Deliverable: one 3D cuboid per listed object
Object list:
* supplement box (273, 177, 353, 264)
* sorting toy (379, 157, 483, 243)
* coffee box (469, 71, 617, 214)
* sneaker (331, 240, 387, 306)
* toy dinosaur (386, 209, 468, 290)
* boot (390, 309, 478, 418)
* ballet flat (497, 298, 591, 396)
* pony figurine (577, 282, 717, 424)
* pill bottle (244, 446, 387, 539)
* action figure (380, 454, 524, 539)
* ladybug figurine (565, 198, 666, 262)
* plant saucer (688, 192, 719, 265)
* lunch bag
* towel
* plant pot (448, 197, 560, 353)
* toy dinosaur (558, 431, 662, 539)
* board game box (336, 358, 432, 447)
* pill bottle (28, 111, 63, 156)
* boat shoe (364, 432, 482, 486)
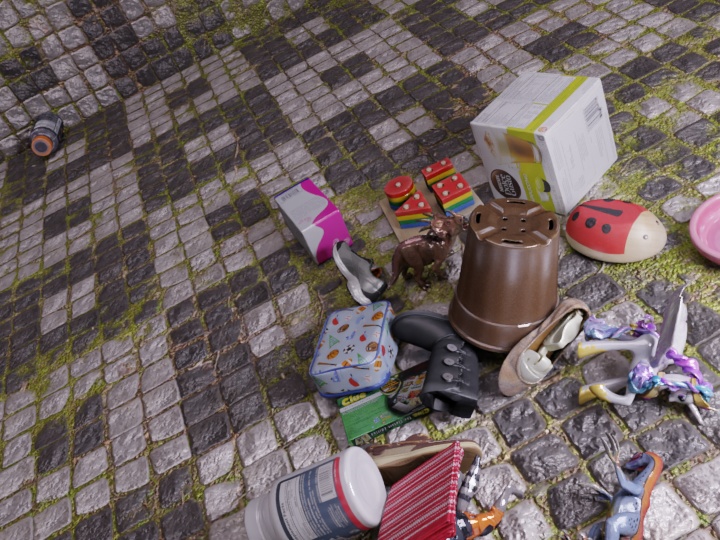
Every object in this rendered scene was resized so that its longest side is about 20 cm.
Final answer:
[{"bbox_3d":[-0.111,-0.117,1.827,0.100,0.104,0.200,-30,35,-8],"label":"supplement box"},{"bbox_3d":[0.147,-0.162,1.754,0.197,0.070,0.201,-25,36,1],"label":"sorting toy"},{"bbox_3d":[0.380,-0.267,1.634,0.200,0.201,0.197,-44,39,-23],"label":"coffee box"},{"bbox_3d":[0.000,0.000,1.633,0.079,0.074,0.201,-37,42,6],"label":"sneaker"},{"bbox_3d":[0.122,-0.045,1.568,0.198,0.136,0.086,-26,36,0],"label":"toy dinosaur"},{"bbox_3d":[0.121,0.157,1.342,0.162,0.066,0.201,3,38,9],"label":"boot"},{"bbox_3d":[0.298,0.125,1.272,0.201,0.068,0.067,-51,13,-2],"label":"ballet flat"},{"bbox_3d":[0.433,0.124,1.187,0.198,0.166,0.196,2,76,28],"label":"pony figurine"},{"bbox_3d":[-0.070,0.356,1.193,0.198,0.120,0.120,-27,34,20],"label":"pill bottle"},{"bbox_3d":[0.109,0.355,1.116,0.198,0.106,0.193,14,42,40],"label":"action figure"},{"bbox_3d":[0.465,-0.082,1.461,0.199,0.072,0.136,16,53,43],"label":"ladybug figurine"},{"bbox_3d":[0.666,-0.066,1.340,0.198,0.051,0.202,-16,36,12],"label":"plant saucer"},{"bbox_3d":[-0.011,0.142,1.458,0.158,0.076,0.201,-16,29,23],"label":"lunch bag"},{"bbox_3d":[0.083,0.331,1.098,0.144,0.023,0.200,-39,9,20],"label":"towel"},{"bbox_3d":[0.253,0.000,1.337,0.197,0.200,0.201,-1,36,0],"label":"plant pot"},{"bbox_3d":[0.354,0.324,1.058,0.180,0.105,0.201,-24,72,-19],"label":"toy dinosaur"},{"bbox_3d":[0.060,0.225,1.368,0.198,0.024,0.105,-24,38,2],"label":"board game box"},{"bbox_3d":[-1.172,-0.502,2.937,0.105,0.107,0.201,-22,36,5],"label":"pill bottle"},{"bbox_3d":[0.093,0.284,1.239,0.198,0.072,0.072,-18,37,21],"label":"boat shoe"}]
